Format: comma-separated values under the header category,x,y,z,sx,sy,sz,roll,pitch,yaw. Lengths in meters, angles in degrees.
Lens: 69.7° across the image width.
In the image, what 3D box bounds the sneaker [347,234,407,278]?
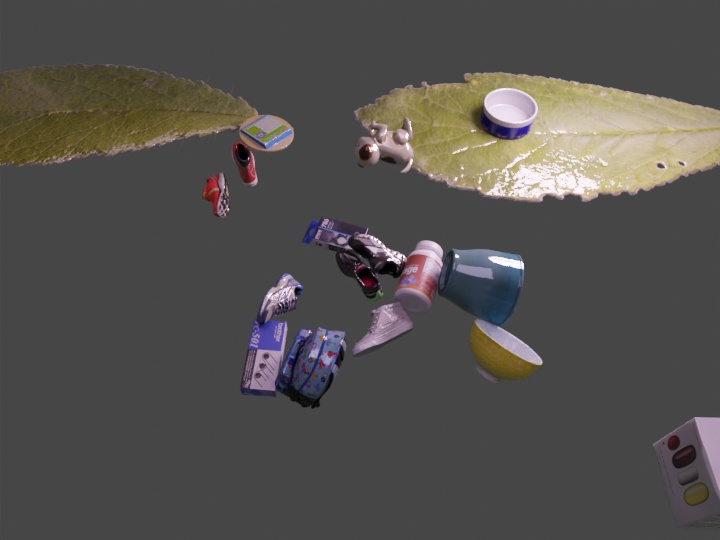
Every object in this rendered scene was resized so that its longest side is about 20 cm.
category,x,y,z,sx,sy,sz,roll,pitch,yaw
sneaker,0.048,-0.040,1.533,0.198,0.067,0.091,28,40,-3

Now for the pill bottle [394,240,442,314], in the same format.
category,x,y,z,sx,sy,sz,roll,pitch,yaw
pill bottle,0.175,0.016,1.501,0.110,0.113,0.202,16,56,10

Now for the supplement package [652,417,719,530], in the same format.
category,x,y,z,sx,sy,sz,roll,pitch,yaw
supplement package,0.793,0.455,1.153,0.144,0.201,0.194,2,54,0

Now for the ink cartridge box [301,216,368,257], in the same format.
category,x,y,z,sx,sy,sz,roll,pitch,yaw
ink cartridge box,-0.081,-0.111,1.631,0.197,0.039,0.101,14,57,9

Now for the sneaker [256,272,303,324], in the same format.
category,x,y,z,sx,sy,sz,roll,pitch,yaw
sneaker,-0.220,0.085,1.455,0.084,0.078,0.201,28,42,3

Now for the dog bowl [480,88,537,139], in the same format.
category,x,y,z,sx,sy,sz,roll,pitch,yaw
dog bowl,0.555,-0.589,1.941,0.196,0.079,0.203,0,55,-1

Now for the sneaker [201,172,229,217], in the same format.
category,x,y,z,sx,sy,sz,roll,pitch,yaw
sneaker,-0.479,-0.240,1.702,0.083,0.078,0.202,-12,46,-3

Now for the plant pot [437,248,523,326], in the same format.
category,x,y,z,sx,sy,sz,roll,pitch,yaw
plant pot,0.318,0.030,1.418,0.185,0.201,0.203,15,55,-5

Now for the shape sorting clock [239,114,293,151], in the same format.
category,x,y,z,sx,sy,sz,roll,pitch,yaw
shape sorting clock,-0.343,-0.501,1.894,0.196,0.040,0.202,3,50,-4

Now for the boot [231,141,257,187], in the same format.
category,x,y,z,sx,sy,sz,roll,pitch,yaw
boot,-0.404,-0.405,1.765,0.071,0.145,0.202,-18,56,-11

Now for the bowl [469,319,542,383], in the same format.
category,x,y,z,sx,sy,sz,roll,pitch,yaw
bowl,0.358,0.227,1.347,0.199,0.199,0.109,34,103,21

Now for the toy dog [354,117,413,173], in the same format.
category,x,y,z,sx,sy,sz,roll,pitch,yaw
toy dog,0.074,-0.421,1.805,0.197,0.139,0.198,-12,92,-11

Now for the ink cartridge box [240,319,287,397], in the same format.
category,x,y,z,sx,sy,sz,roll,pitch,yaw
ink cartridge box,-0.257,0.233,1.388,0.092,0.045,0.203,5,55,0

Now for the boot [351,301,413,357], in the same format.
category,x,y,z,sx,sy,sz,roll,pitch,yaw
boot,0.045,0.158,1.420,0.198,0.074,0.096,-22,72,-25

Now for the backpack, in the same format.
category,x,y,z,sx,sy,sz,roll,pitch,yaw
backpack,-0.117,0.227,1.287,0.133,0.200,0.184,26,57,-5

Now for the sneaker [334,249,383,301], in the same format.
category,x,y,z,sx,sy,sz,roll,pitch,yaw
sneaker,0.000,0.000,1.527,0.076,0.084,0.200,-34,63,-23
